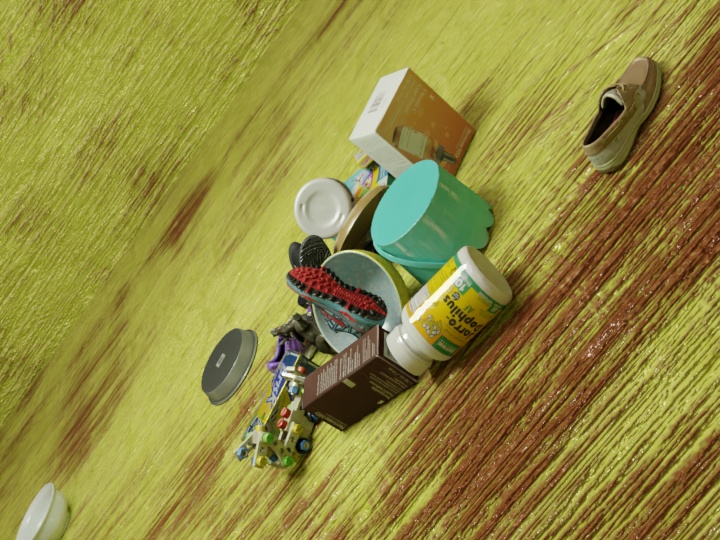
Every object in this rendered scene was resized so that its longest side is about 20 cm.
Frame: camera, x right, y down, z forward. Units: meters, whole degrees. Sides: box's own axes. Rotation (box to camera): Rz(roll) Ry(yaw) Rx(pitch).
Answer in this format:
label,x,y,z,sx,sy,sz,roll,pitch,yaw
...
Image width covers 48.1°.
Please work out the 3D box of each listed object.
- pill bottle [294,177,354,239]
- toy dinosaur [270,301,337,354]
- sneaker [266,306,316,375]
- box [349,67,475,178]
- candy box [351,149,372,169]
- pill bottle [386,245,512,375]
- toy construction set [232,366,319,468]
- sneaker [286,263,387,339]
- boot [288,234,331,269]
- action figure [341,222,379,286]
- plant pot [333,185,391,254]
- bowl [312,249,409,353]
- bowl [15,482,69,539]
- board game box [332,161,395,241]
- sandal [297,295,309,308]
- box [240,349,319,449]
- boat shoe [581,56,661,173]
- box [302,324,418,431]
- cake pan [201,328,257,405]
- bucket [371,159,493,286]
label,x,y,z,sx,sy,sz,roll,pitch,yaw
pill bottle,-0.071,-0.132,1.681,0.120,0.119,0.200,-52,2,6
toy dinosaur,-0.082,0.122,1.591,0.196,0.103,0.078,20,55,18
sneaker,-0.126,0.134,1.675,0.080,0.083,0.203,9,67,60
box,0.105,-0.271,1.599,0.106,0.198,0.155,0,59,60
candy box,0.027,-0.281,1.857,0.102,0.026,0.200,-42,11,5
pill bottle,0.135,0.069,1.274,0.200,0.112,0.114,-46,28,19
toy construction set,-0.140,0.278,1.487,0.092,0.130,0.203,6,65,59
sneaker,-0.051,0.067,1.397,0.079,0.197,0.097,-40,-28,-47
boot,-0.104,-0.021,1.650,0.064,0.168,0.200,-20,25,-9
action figure,0.000,0.000,1.589,0.068,0.132,0.202,17,55,22
plant pot,0.003,-0.090,1.628,0.201,0.027,0.201,-52,-14,-18
bowl,0.019,0.055,1.466,0.199,0.203,0.107,-35,-10,35
bowl,-0.903,0.726,2.327,0.200,0.090,0.204,-40,31,31
board game box,0.011,-0.170,1.816,0.199,0.047,0.153,-35,33,36
sandal,-0.079,0.021,1.763,0.199,0.042,0.077,-38,32,33
box,-0.153,0.264,1.592,0.064,0.070,0.203,6,66,58
boat shoe,0.398,-0.250,1.230,0.073,0.066,0.203,-1,60,58
box,-0.003,0.188,1.389,0.199,0.099,0.076,-38,32,33
cake pan,-0.324,0.226,1.958,0.200,0.036,0.203,-41,31,30
bucket,0.122,-0.084,1.438,0.207,0.134,0.209,-41,29,28
